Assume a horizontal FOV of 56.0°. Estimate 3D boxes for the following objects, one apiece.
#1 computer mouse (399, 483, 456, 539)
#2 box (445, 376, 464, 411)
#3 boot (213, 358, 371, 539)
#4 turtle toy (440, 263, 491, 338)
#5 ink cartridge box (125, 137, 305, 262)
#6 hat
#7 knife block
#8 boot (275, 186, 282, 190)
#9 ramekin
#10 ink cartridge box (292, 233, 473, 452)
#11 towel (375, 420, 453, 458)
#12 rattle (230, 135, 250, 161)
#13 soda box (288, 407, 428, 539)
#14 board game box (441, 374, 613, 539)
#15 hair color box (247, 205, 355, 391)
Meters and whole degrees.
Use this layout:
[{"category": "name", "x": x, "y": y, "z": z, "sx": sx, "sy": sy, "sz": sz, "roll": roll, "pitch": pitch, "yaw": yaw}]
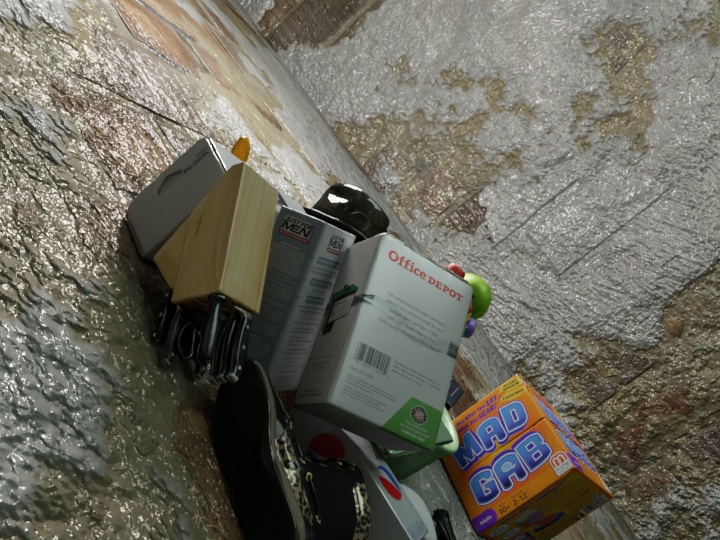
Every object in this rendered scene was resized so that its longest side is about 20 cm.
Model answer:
[{"category": "computer mouse", "x": 0.083, "y": 0.333, "z": 0.893, "sx": 0.200, "sy": 0.044, "sz": 0.110, "roll": 44, "pitch": 15, "yaw": -33}, {"category": "box", "x": 0.074, "y": 0.173, "z": 1.181, "sx": 0.201, "sy": 0.104, "sz": 0.148, "roll": 53, "pitch": 13, "yaw": 12}, {"category": "boot", "x": -0.065, "y": 0.195, "z": 0.683, "sx": 0.150, "sy": 0.073, "sz": 0.201, "roll": 34, "pitch": 25, "yaw": -51}, {"category": "turtle toy", "x": 0.114, "y": 0.047, "z": 0.942, "sx": 0.200, "sy": 0.100, "sz": 0.147, "roll": -11, "pitch": 87, "yaw": -59}, {"category": "ink cartridge box", "x": -0.168, "y": -0.053, "z": 0.855, "sx": 0.200, "sy": 0.145, "sz": 0.084, "roll": 34, "pitch": 21, "yaw": -54}, {"category": "hat", "x": -0.017, "y": -0.083, "z": 1.026, "sx": 0.200, "sy": 0.081, "sz": 0.201, "roll": 27, "pitch": -5, "yaw": 3}, {"category": "knife block", "x": -0.135, "y": 0.009, "z": 0.702, "sx": 0.176, "sy": 0.200, "sz": 0.064, "roll": 43, "pitch": 3, "yaw": 41}, {"category": "boot", "x": -0.116, "y": -0.042, "z": 1.126, "sx": 0.201, "sy": 0.095, "sz": 0.074, "roll": 55, "pitch": 12, "yaw": 6}, {"category": "ramekin", "x": 0.046, "y": 0.206, "z": 0.998, "sx": 0.200, "sy": 0.098, "sz": 0.200, "roll": 48, "pitch": 13, "yaw": -15}, {"category": "ink cartridge box", "x": 0.031, "y": 0.082, "z": 0.762, "sx": 0.146, "sy": 0.084, "sz": 0.201, "roll": 30, "pitch": 64, "yaw": -25}, {"category": "towel", "x": 0.032, "y": 0.142, "z": 0.882, "sx": 0.152, "sy": 0.023, "sz": 0.201, "roll": 6, "pitch": 47, "yaw": -50}, {"category": "rattle", "x": -0.139, "y": -0.082, "z": 1.030, "sx": 0.200, "sy": 0.143, "sz": 0.130, "roll": 50, "pitch": 20, "yaw": 11}, {"category": "soda box", "x": -0.010, "y": 0.236, "z": 0.778, "sx": 0.201, "sy": 0.068, "sz": 0.064, "roll": 55, "pitch": 13, "yaw": 16}, {"category": "board game box", "x": 0.288, "y": 0.352, "z": 1.217, "sx": 0.200, "sy": 0.200, "sz": 0.200, "roll": 40, "pitch": 17, "yaw": -44}, {"category": "hair color box", "x": -0.082, "y": 0.036, "z": 0.785, "sx": 0.060, "sy": 0.201, "sz": 0.099, "roll": 22, "pitch": 2, "yaw": 21}]
